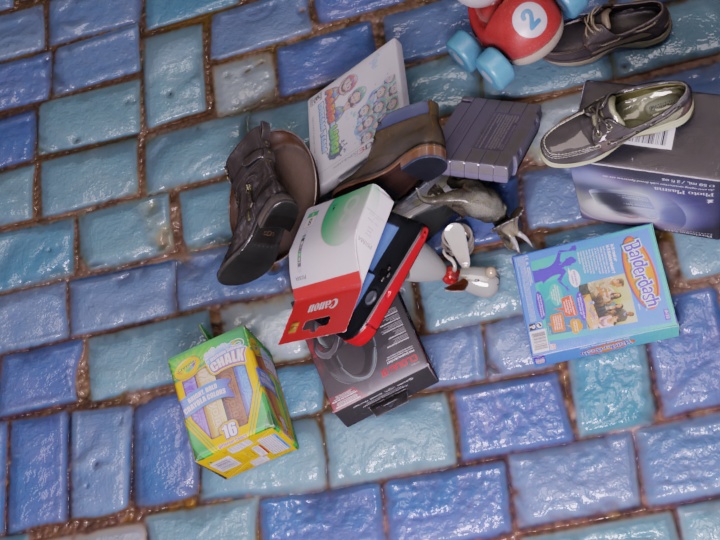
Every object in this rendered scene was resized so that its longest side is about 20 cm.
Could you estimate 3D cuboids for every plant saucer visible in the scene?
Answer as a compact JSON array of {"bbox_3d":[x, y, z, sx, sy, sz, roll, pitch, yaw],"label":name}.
[{"bbox_3d":[-0.123,-0.108,1.708,0.198,0.032,0.204,-9,78,45],"label":"plant saucer"}]

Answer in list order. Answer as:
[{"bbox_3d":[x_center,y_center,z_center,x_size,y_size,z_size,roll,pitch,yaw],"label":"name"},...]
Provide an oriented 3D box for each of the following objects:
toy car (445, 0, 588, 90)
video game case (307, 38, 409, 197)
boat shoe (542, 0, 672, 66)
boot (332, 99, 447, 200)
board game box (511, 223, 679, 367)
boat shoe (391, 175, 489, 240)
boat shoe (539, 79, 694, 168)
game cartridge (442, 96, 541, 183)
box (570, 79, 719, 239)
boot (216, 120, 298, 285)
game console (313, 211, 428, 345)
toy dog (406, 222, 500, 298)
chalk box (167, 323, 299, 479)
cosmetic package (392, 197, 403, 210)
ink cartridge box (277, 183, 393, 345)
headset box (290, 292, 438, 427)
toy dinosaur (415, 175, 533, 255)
[{"bbox_3d":[0.193,-0.407,1.667,0.184,0.200,0.177,-44,37,0],"label":"toy car"},{"bbox_3d":[-0.005,-0.228,1.707,0.181,0.024,0.202,-31,43,28],"label":"video game case"},{"bbox_3d":[0.357,-0.361,1.690,0.197,0.073,0.076,-14,64,11],"label":"boat shoe"},{"bbox_3d":[0.041,-0.159,1.588,0.198,0.074,0.099,-19,59,38],"label":"boot"},{"bbox_3d":[0.315,0.034,1.553,0.197,0.045,0.154,-13,65,11],"label":"board game box"},{"bbox_3d":[0.096,-0.100,1.663,0.201,0.075,0.065,-38,57,-6],"label":"boat shoe"},{"bbox_3d":[0.312,-0.189,1.412,0.198,0.066,0.073,-19,67,10],"label":"boat shoe"},{"bbox_3d":[0.179,-0.188,1.639,0.128,0.039,0.201,13,37,17],"label":"game cartridge"},{"bbox_3d":[0.390,-0.142,1.518,0.197,0.198,0.125,10,74,20],"label":"box"},{"bbox_3d":[-0.166,-0.097,1.694,0.201,0.069,0.175,-50,46,26],"label":"boot"},{"bbox_3d":[0.000,0.000,1.515,0.179,0.031,0.199,-62,28,-1],"label":"game console"},{"bbox_3d":[0.102,-0.021,1.566,0.197,0.097,0.134,-6,65,-22],"label":"toy dog"},{"bbox_3d":[-0.181,0.165,1.602,0.122,0.125,0.203,-22,65,7],"label":"chalk box"},{"bbox_3d":[0.020,-0.109,1.681,0.050,0.083,0.202,27,77,27],"label":"cosmetic package"},{"bbox_3d":[-0.047,-0.007,1.525,0.160,0.050,0.202,-16,44,52],"label":"ink cartridge box"},{"bbox_3d":[0.009,0.108,1.596,0.147,0.077,0.202,-26,62,5],"label":"headset box"},{"bbox_3d":[0.158,-0.096,1.577,0.102,0.199,0.078,23,87,46],"label":"toy dinosaur"}]
